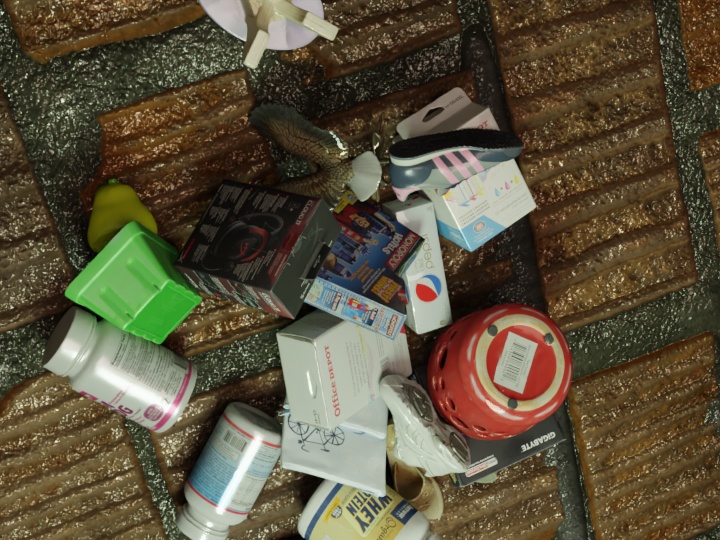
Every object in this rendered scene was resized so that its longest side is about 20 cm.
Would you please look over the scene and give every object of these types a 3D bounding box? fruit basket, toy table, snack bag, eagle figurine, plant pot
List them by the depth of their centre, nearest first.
[{"bbox_3d":[-0.129,-0.371,1.555,0.198,0.117,0.186,12,101,-22],"label":"toy table"},{"bbox_3d":[-0.327,-0.015,1.567,0.156,0.216,0.216,-46,113,-2],"label":"fruit basket"},{"bbox_3d":[-0.063,-0.147,1.628,0.197,0.153,0.152,3,143,-13],"label":"eagle figurine"},{"bbox_3d":[0.217,0.151,1.716,0.198,0.182,0.203,2,79,-13],"label":"plant pot"},{"bbox_3d":[-0.037,0.232,1.731,0.187,0.202,0.021,21,142,-23],"label":"snack bag"}]

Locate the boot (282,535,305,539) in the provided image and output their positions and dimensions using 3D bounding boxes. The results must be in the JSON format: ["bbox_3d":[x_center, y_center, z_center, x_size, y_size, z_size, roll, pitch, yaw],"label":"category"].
[{"bbox_3d":[-0.056,0.509,1.845,0.198,0.073,0.153,1,104,-24],"label":"boot"}]

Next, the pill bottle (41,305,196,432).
[{"bbox_3d":[-0.344,0.139,1.622,0.199,0.113,0.114,32,93,-23],"label":"pill bottle"}]

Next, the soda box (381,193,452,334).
[{"bbox_3d":[0.088,-0.010,1.751,0.063,0.068,0.202,-16,109,-14],"label":"soda box"}]

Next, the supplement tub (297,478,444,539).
[{"bbox_3d":[0.017,0.405,1.756,0.199,0.144,0.145,35,92,14],"label":"supplement tub"}]

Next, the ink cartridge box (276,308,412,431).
[{"bbox_3d":[-0.021,0.125,1.697,0.199,0.085,0.149,-27,116,-42],"label":"ink cartridge box"}]

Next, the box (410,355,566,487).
[{"bbox_3d":[0.203,0.216,1.817,0.198,0.050,0.201,-20,83,-15],"label":"box"}]

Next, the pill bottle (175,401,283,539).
[{"bbox_3d":[-0.199,0.310,1.720,0.108,0.109,0.201,27,95,-23],"label":"pill bottle"}]

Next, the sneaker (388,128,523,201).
[{"bbox_3d":[0.133,-0.148,1.603,0.197,0.070,0.083,-8,123,-12],"label":"sneaker"}]

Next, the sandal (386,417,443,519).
[{"bbox_3d":[0.074,0.339,1.817,0.077,0.070,0.214,-4,120,24],"label":"sandal"}]

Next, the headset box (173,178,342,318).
[{"bbox_3d":[-0.130,-0.030,1.527,0.150,0.198,0.075,-63,143,-21],"label":"headset box"}]

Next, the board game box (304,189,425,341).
[{"bbox_3d":[0.000,0.000,1.634,0.199,0.200,0.062,34,137,10],"label":"board game box"}]

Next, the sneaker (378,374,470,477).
[{"bbox_3d":[0.077,0.246,1.718,0.099,0.078,0.201,-29,110,25],"label":"sneaker"}]

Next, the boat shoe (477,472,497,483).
[{"bbox_3d":[0.139,0.281,1.860,0.198,0.072,0.068,26,59,-16],"label":"boat shoe"}]

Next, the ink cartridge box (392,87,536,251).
[{"bbox_3d":[0.149,-0.156,1.701,0.128,0.125,0.201,-33,113,-7],"label":"ink cartridge box"}]
